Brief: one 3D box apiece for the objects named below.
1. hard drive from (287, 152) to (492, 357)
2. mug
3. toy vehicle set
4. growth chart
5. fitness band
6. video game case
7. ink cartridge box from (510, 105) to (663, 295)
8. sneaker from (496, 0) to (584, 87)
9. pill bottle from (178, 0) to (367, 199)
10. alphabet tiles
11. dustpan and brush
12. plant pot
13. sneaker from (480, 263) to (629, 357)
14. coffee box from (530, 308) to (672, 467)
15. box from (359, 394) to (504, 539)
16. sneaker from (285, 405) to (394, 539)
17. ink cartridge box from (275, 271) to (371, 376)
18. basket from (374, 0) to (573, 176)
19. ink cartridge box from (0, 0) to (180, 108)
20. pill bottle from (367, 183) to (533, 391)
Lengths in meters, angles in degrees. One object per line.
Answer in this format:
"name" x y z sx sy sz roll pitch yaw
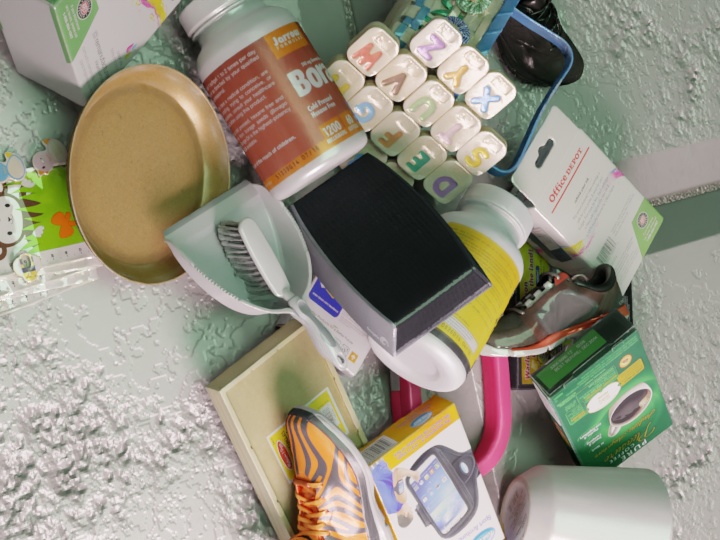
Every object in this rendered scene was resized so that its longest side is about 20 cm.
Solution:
"hard drive" 0.021 -0.024 1.287 0.134 0.200 0.042 -34 147 -11
"mug" 0.232 0.294 1.420 0.151 0.149 0.189 13 74 -15
"toy vehicle set" -0.060 0.163 1.295 0.124 0.026 0.202 -36 115 -30
"growth chart" -0.305 -0.032 1.186 0.199 0.018 0.146 -28 100 -32
"fitness band" 0.100 0.126 1.416 0.142 0.037 0.203 -2 87 -33
"video game case" 0.240 0.034 1.521 0.179 0.025 0.203 1 85 -32
"ink cartridge box" 0.234 -0.074 1.471 0.200 0.067 0.118 43 67 -23
"sneaker" 0.187 -0.278 1.479 0.199 0.090 0.077 35 64 -26
"pill bottle" -0.088 -0.179 1.274 0.112 0.112 0.201 -34 93 -30
"alphabet tiles" 0.052 -0.156 1.337 0.200 0.195 0.015 39 30 -23
"dustpan and brush" -0.080 0.015 1.253 0.139 0.057 0.201 -37 98 -44
"plant pot" -0.198 -0.089 1.222 0.199 0.027 0.203 -7 99 -51
"sneaker" 0.193 0.038 1.411 0.198 0.077 0.083 -14 101 -25
"coffee box" 0.265 0.142 1.440 0.123 0.044 0.200 -38 137 -3
"box" 0.075 0.245 1.361 0.118 0.041 0.202 -33 114 -24
"sneaker" -0.041 0.232 1.250 0.112 0.077 0.202 -38 116 -30
"ink cartridge box" 0.000 0.000 1.362 0.094 0.037 0.201 38 72 -23
"basket" 0.115 -0.219 1.398 0.199 0.139 0.178 35 68 -15
"ink cartridge box" -0.228 -0.271 1.174 0.087 0.146 0.201 26 64 15
"pill bottle" 0.098 0.013 1.341 0.112 0.112 0.201 43 64 -21
